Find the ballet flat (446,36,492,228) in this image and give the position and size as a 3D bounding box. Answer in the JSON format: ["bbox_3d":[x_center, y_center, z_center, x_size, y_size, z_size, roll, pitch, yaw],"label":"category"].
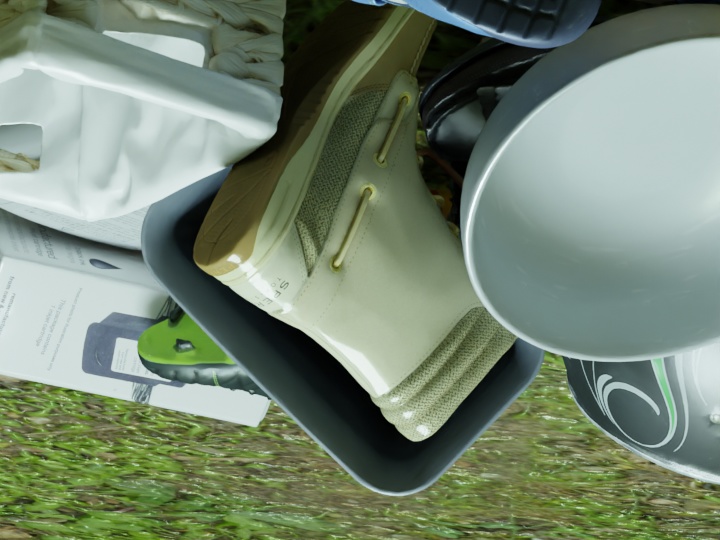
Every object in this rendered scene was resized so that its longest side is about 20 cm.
[{"bbox_3d":[0.076,-0.073,1.400,0.075,0.064,0.200,5,137,-5],"label":"ballet flat"}]

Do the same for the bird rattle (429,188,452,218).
[{"bbox_3d":[0.042,-0.001,1.555,0.199,0.113,0.163,-13,-160,-3],"label":"bird rattle"}]

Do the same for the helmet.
[{"bbox_3d":[0.199,-0.007,1.383,0.199,0.200,0.191,8,122,-3],"label":"helmet"}]

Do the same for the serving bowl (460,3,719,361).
[{"bbox_3d":[0.138,-0.050,1.227,0.199,0.066,0.201,-8,134,-8],"label":"serving bowl"}]

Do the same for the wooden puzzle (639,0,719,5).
[{"bbox_3d":[0.171,-0.155,1.142,0.199,0.047,0.185,-1,162,26],"label":"wooden puzzle"}]

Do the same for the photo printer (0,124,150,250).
[{"bbox_3d":[-0.127,-0.065,1.522,0.166,0.070,0.200,20,160,-41],"label":"photo printer"}]

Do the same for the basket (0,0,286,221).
[{"bbox_3d":[-0.132,-0.114,1.266,0.135,0.124,0.200,16,161,-27],"label":"basket"}]

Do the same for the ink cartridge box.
[{"bbox_3d":[-0.154,0.012,1.650,0.199,0.085,0.145,14,-156,-24],"label":"ink cartridge box"}]

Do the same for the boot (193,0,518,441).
[{"bbox_3d":[0.023,-0.035,1.273,0.155,0.200,0.073,42,146,-22],"label":"boot"}]

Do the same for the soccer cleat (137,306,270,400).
[{"bbox_3d":[-0.035,0.059,1.584,0.199,0.068,0.081,-2,123,-10],"label":"soccer cleat"}]

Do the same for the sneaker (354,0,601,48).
[{"bbox_3d":[0.013,-0.150,1.140,0.199,0.074,0.082,25,170,11],"label":"sneaker"}]

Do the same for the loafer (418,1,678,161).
[{"bbox_3d":[0.122,-0.085,1.293,0.199,0.063,0.072,-14,137,17],"label":"loafer"}]

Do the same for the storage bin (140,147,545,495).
[{"bbox_3d":[0.000,0.000,1.383,0.200,0.146,0.134,44,-176,-1],"label":"storage bin"}]
